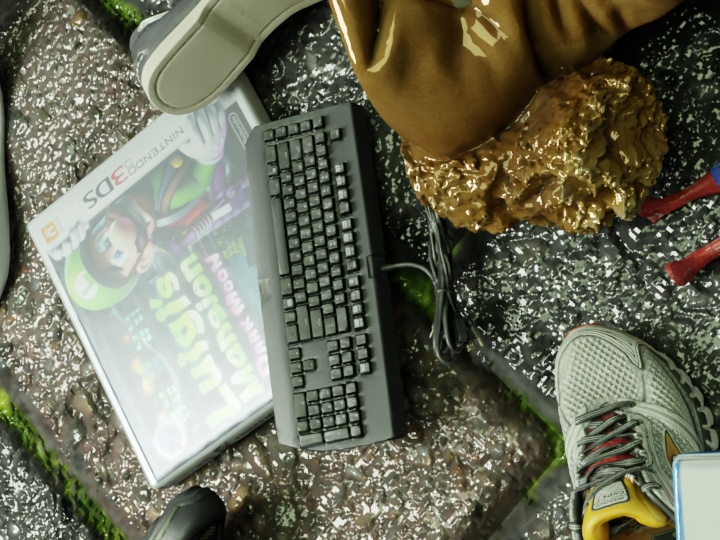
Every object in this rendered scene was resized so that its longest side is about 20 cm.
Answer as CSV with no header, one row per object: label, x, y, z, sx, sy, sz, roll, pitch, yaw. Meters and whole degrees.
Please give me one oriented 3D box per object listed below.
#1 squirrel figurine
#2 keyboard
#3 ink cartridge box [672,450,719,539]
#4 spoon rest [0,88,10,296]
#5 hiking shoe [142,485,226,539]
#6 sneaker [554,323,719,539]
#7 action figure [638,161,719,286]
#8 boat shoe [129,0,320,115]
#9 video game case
squirrel figurine,0.102,-0.117,0.882,0.186,0.142,0.200,-17,91,15
keyboard,0.000,0.000,0.952,0.127,0.021,0.200,-11,77,14
ink cartridge box,0.209,0.151,0.747,0.084,0.200,0.145,-6,83,25
spoon rest,-0.269,-0.060,1.108,0.099,0.061,0.200,14,106,29
hiking shoe,-0.084,0.227,0.978,0.101,0.076,0.200,10,100,20
sneaker,0.143,0.110,0.839,0.078,0.082,0.200,-31,54,21
action figure,0.225,-0.064,0.817,0.200,0.099,0.065,-31,74,20
boat shoe,-0.062,-0.181,0.990,0.200,0.073,0.063,-43,48,8
video game case,-0.101,0.004,1.024,0.182,0.023,0.200,-36,71,21
